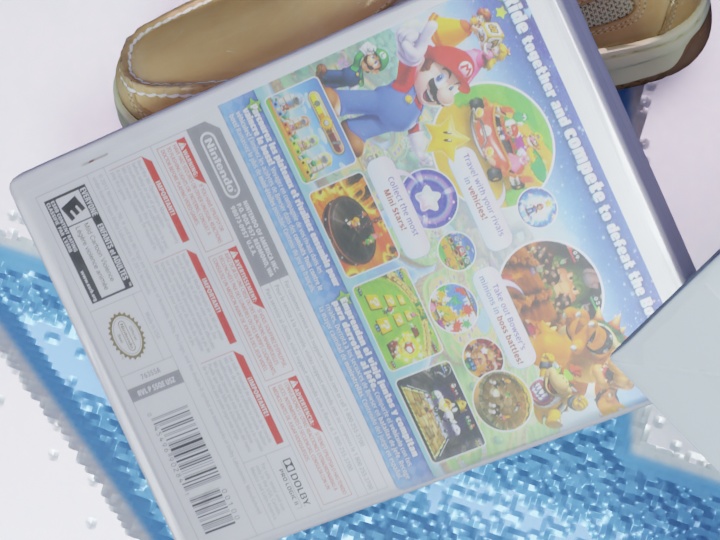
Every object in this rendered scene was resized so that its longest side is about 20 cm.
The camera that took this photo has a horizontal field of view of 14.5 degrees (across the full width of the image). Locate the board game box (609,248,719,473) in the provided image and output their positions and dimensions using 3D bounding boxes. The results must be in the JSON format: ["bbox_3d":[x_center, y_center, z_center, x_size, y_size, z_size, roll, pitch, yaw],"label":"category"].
[{"bbox_3d":[0.184,0.022,0.854,0.148,0.200,0.064,47,130,5],"label":"board game box"}]

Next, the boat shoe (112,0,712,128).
[{"bbox_3d":[0.013,-0.091,0.913,0.199,0.076,0.072,-14,53,0],"label":"boat shoe"}]

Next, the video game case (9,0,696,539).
[{"bbox_3d":[0.000,0.000,0.891,0.199,0.018,0.144,-22,97,25],"label":"video game case"}]
